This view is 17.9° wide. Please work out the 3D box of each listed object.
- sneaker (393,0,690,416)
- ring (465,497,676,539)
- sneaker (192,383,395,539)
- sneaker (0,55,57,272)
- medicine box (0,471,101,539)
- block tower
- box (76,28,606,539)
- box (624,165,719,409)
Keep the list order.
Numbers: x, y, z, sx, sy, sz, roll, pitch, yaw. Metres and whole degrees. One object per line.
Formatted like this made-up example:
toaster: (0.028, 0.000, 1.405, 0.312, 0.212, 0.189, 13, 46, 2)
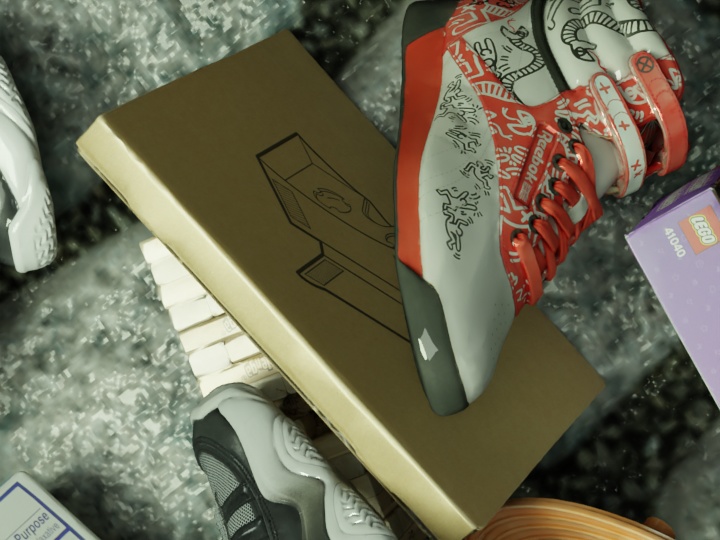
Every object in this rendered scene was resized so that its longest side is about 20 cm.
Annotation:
sneaker: (0.070, -0.035, 0.854, 0.107, 0.202, 0.067, -5, 134, 8)
ring: (0.124, 0.153, 0.875, 0.200, 0.201, 0.019, 37, 62, 6)
sneaker: (-0.038, 0.125, 0.828, 0.114, 0.200, 0.076, -42, 130, -3)
sneaker: (-0.206, -0.075, 0.943, 0.114, 0.075, 0.201, -25, 85, -9)
medicine box: (-0.135, 0.216, 0.913, 0.200, 0.182, 0.103, 41, 134, 6)
block tower: (-0.027, 0.060, 0.946, 0.054, 0.058, 0.201, -22, 90, 14)
box: (0.000, 0.000, 0.878, 0.200, 0.163, 0.021, 47, 119, 4)
box: (0.168, 0.058, 0.860, 0.039, 0.137, 0.200, -29, 91, 13)
